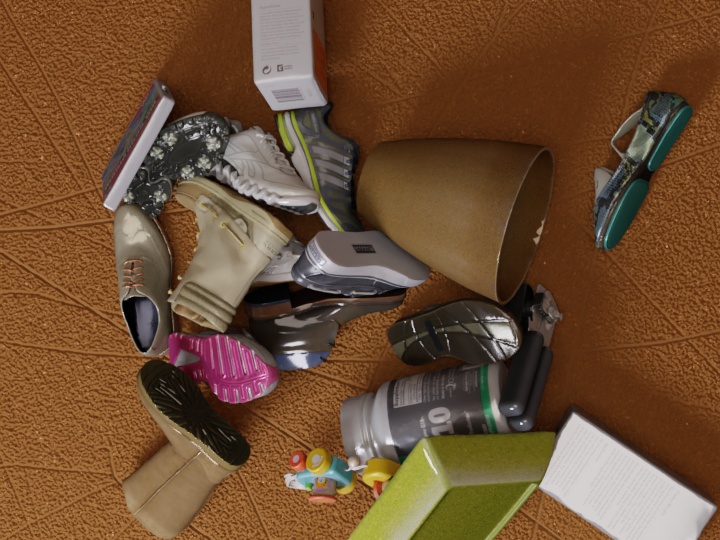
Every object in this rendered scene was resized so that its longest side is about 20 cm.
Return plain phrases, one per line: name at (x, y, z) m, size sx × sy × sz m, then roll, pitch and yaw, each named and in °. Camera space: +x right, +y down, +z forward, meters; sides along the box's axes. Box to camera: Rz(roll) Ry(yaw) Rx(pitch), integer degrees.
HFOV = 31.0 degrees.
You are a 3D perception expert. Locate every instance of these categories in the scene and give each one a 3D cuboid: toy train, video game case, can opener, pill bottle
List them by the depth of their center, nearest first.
can opener at (0.193, 0.099, 1.510) m, size 0.066 × 0.201 × 0.053 m, roll -15°, pitch 128°, yaw 32°
toy train at (0.006, 0.269, 1.532) m, size 0.198 × 0.151 × 0.056 m, roll 9°, pitch 58°, yaw -1°
pill bottle at (0.084, 0.178, 1.540) m, size 0.198 × 0.113 × 0.114 m, roll -14°, pitch 90°, yaw 17°
video game case at (-0.268, -0.154, 1.547) m, size 0.017 × 0.200 × 0.144 m, roll 28°, pitch 96°, yaw -16°

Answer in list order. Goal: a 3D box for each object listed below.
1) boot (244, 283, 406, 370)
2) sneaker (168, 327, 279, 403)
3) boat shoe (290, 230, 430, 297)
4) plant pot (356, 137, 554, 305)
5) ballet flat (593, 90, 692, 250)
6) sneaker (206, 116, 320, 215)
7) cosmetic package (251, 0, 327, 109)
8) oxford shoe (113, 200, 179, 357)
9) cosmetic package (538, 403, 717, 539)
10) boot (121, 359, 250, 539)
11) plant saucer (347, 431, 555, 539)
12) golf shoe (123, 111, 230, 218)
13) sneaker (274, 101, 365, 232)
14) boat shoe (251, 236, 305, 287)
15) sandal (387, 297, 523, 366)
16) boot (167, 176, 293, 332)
boot at (-0.039, 0.065, 1.594) m, size 0.198 × 0.075 × 0.098 m, roll -4°, pitch 112°, yaw 4°
sneaker at (-0.149, 0.104, 1.554) m, size 0.199 × 0.088 × 0.082 m, roll 11°, pitch 106°, yaw 52°
boat shoe at (0.000, 0.000, 1.529) m, size 0.068 × 0.199 × 0.072 m, roll -45°, pitch 62°, yaw 31°
plant pot at (0.103, -0.078, 1.516) m, size 0.198 × 0.186 × 0.188 m, roll 18°, pitch 94°, yaw 20°
ballet flat at (0.317, -0.122, 1.533) m, size 0.074 × 0.074 × 0.201 m, roll 31°, pitch 94°, yaw 6°
sneaker at (-0.119, -0.125, 1.549) m, size 0.199 × 0.075 × 0.082 m, roll 28°, pitch 95°, yaw 37°
cosmetic package at (-0.085, -0.303, 1.532) m, size 0.070 × 0.101 × 0.202 m, roll -5°, pitch 79°, yaw 7°
oxford shoe at (-0.270, 0.008, 1.610) m, size 0.070 × 0.074 × 0.202 m, roll -15°, pitch 90°, yaw 8°
cosmetic package at (0.308, 0.257, 1.536) m, size 0.199 × 0.071 × 0.102 m, roll 34°, pitch 96°, yaw 6°
boot at (-0.242, 0.222, 1.569) m, size 0.175 × 0.066 × 0.200 m, roll 47°, pitch 131°, yaw 2°
plant saucer at (0.112, 0.266, 1.476) m, size 0.201 × 0.198 × 0.048 m, roll -58°, pitch 44°, yaw 35°
golf shoe at (-0.220, -0.147, 1.551) m, size 0.077 × 0.089 × 0.199 m, roll 37°, pitch 136°, yaw -22°
sneaker at (-0.030, -0.116, 1.575) m, size 0.080 × 0.074 × 0.201 m, roll -28°, pitch 90°, yaw 4°
boat shoe at (-0.105, -0.018, 1.587) m, size 0.198 × 0.071 × 0.070 m, roll -8°, pitch 91°, yaw 10°
sandal at (0.115, 0.071, 1.535) m, size 0.199 × 0.054 × 0.082 m, roll -17°, pitch 100°, yaw 48°
boot at (-0.186, -0.021, 1.549) m, size 0.199 × 0.073 × 0.156 m, roll 27°, pitch 81°, yaw 40°
